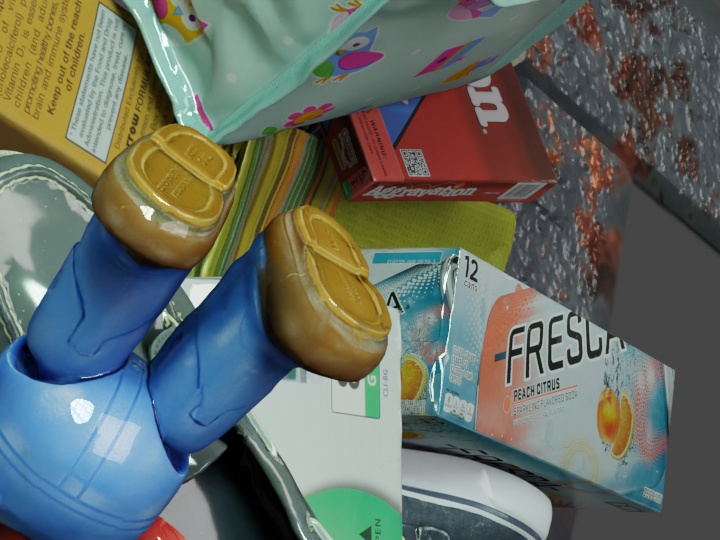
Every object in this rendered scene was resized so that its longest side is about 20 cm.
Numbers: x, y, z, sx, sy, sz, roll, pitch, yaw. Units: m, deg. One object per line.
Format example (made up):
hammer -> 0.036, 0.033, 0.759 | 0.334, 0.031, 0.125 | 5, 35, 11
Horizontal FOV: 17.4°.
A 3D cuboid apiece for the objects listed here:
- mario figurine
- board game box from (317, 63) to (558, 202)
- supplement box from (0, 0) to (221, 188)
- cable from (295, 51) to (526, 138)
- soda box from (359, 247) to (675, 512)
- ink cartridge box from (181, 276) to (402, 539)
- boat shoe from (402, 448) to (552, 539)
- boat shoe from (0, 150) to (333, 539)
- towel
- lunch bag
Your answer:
mario figurine -> -0.079, 0.067, 0.603 | 0.123, 0.200, 0.106 | 46, 26, 15
board game box -> 0.004, -0.118, 0.911 | 0.103, 0.019, 0.200 | -1, 64, -46
supplement box -> -0.133, -0.076, 0.762 | 0.200, 0.067, 0.069 | 32, 60, -43
cable -> -0.001, -0.055, 0.923 | 0.200, 0.050, 0.097 | -46, 125, -44
soda box -> 0.052, 0.046, 0.914 | 0.200, 0.068, 0.064 | 26, 67, -56
ink cartridge box -> -0.063, 0.079, 0.737 | 0.200, 0.050, 0.161 | 13, 73, -51
boat shoe -> -0.010, 0.110, 0.877 | 0.200, 0.071, 0.091 | 17, 72, -40
boat shoe -> -0.053, 0.048, 0.696 | 0.073, 0.062, 0.200 | -35, 101, -32
towel -> 0.000, 0.000, 0.903 | 0.200, 0.018, 0.086 | 16, 92, -56
lunch bag -> 0.035, -0.136, 0.778 | 0.170, 0.200, 0.122 | -19, 78, -53
